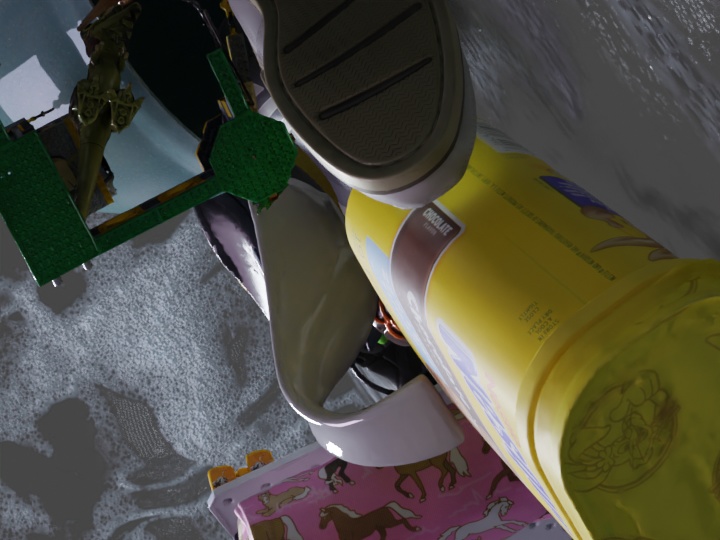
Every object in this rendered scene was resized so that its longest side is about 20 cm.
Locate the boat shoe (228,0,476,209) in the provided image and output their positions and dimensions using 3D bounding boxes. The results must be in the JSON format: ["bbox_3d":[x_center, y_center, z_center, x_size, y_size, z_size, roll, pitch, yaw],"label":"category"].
[{"bbox_3d":[-0.003,-0.086,0.644,0.069,0.074,0.201,57,-176,-46],"label":"boat shoe"}]

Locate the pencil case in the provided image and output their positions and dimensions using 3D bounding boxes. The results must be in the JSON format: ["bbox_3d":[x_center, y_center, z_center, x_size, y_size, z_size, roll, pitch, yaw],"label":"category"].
[{"bbox_3d":[0.039,0.108,0.811,0.083,0.199,0.087,64,173,-3],"label":"pencil case"}]

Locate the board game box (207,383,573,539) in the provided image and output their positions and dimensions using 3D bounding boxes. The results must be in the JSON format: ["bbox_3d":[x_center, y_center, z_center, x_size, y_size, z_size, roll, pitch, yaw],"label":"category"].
[{"bbox_3d":[0.041,0.128,0.925,0.200,0.199,0.026,59,-173,-45],"label":"board game box"}]

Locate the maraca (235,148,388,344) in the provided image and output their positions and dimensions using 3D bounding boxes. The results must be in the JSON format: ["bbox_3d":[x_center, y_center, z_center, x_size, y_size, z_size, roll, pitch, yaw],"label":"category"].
[{"bbox_3d":[-0.032,-0.020,1.073,0.137,0.107,0.200,49,173,27],"label":"maraca"}]

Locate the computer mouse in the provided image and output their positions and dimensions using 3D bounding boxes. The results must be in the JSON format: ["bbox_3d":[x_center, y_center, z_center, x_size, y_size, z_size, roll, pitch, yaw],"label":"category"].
[{"bbox_3d":[0.000,0.000,0.945,0.046,0.140,0.201,-34,84,51],"label":"computer mouse"}]

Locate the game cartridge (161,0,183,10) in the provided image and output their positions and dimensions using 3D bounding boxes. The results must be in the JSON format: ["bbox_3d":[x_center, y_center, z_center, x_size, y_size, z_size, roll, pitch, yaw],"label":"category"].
[{"bbox_3d":[-0.139,-0.210,1.061,0.177,0.032,0.200,52,-176,13],"label":"game cartridge"}]

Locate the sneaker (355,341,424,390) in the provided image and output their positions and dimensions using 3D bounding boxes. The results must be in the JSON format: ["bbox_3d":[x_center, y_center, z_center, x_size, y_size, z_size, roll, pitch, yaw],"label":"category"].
[{"bbox_3d":[0.027,0.055,1.239,0.201,0.076,0.091,56,180,-7],"label":"sneaker"}]

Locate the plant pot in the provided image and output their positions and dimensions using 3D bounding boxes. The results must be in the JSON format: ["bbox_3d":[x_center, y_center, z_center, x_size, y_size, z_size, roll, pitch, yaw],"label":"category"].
[{"bbox_3d":[-0.141,-0.111,0.876,0.200,0.134,0.201,45,-151,-34],"label":"plant pot"}]

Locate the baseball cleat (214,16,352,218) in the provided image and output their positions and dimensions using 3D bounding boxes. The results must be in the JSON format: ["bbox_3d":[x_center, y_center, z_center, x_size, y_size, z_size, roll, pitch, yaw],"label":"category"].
[{"bbox_3d":[-0.012,-0.091,0.773,0.200,0.069,0.107,47,156,39],"label":"baseball cleat"}]

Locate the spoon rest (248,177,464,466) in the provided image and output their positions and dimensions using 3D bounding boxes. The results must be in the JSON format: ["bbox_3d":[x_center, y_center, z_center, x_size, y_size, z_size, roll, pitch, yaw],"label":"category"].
[{"bbox_3d":[-0.015,0.023,0.761,0.100,0.060,0.200,57,-178,-33],"label":"spoon rest"}]

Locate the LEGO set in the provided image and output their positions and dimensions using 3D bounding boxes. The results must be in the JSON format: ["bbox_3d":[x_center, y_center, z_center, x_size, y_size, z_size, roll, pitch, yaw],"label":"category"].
[{"bbox_3d":[-0.124,-0.092,0.728,0.201,0.153,0.116,55,173,-15],"label":"LEGO set"}]

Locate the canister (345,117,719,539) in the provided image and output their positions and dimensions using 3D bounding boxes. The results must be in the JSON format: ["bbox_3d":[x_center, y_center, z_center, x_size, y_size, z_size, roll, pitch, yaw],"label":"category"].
[{"bbox_3d":[0.079,0.036,0.593,0.149,0.086,0.200,56,176,-29],"label":"canister"}]

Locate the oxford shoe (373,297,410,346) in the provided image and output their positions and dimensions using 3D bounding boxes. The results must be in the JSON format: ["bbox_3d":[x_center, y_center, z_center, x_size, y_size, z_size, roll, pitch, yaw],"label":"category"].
[{"bbox_3d":[0.042,0.014,0.828,0.071,0.072,0.200,54,175,-6],"label":"oxford shoe"}]
